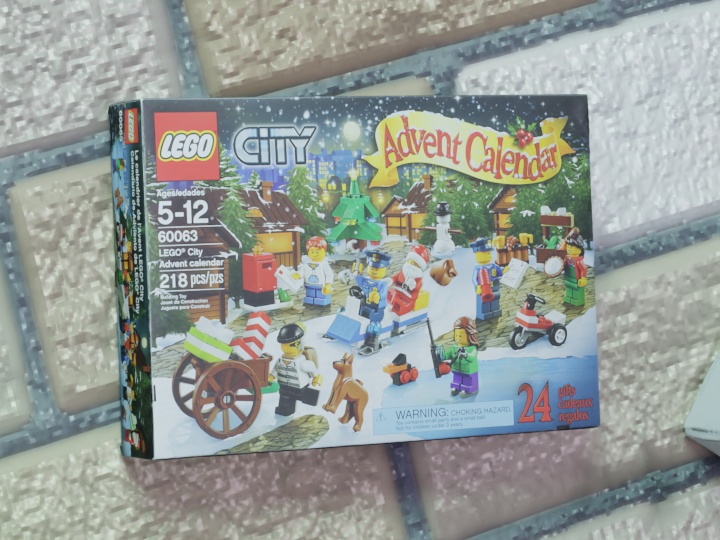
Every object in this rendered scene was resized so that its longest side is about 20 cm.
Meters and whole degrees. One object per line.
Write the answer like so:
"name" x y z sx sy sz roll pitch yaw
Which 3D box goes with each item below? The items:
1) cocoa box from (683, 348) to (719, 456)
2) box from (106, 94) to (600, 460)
"cocoa box" 0.269 0.063 1.125 0.199 0.131 0.134 32 76 -23
"box" 0.000 0.000 1.042 0.199 0.038 0.138 -3 91 -27
